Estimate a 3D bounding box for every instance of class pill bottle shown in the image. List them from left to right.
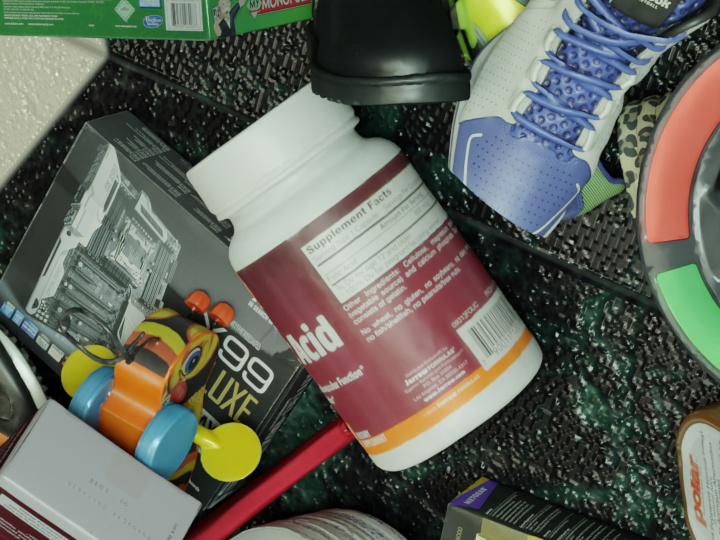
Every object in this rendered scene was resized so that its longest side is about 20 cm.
[{"bbox_3d":[0.000,0.000,0.976,0.114,0.114,0.200,-33,95,31],"label":"pill bottle"}]

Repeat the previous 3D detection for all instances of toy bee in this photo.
[{"bbox_3d":[-0.109,0.071,1.030,0.131,0.109,0.200,41,144,4],"label":"toy bee"}]

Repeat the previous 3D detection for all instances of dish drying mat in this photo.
[{"bbox_3d":[-0.058,0.135,1.080,0.200,0.077,0.018,-39,89,30],"label":"dish drying mat"}]

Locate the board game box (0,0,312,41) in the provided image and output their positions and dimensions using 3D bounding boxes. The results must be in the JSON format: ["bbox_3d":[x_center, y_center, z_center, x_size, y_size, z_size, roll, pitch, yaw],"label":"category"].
[{"bbox_3d":[-0.136,-0.154,1.010,0.200,0.135,0.029,5,106,26],"label":"board game box"}]

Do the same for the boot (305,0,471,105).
[{"bbox_3d":[0.007,-0.179,0.907,0.076,0.200,0.168,-4,108,-9],"label":"boot"}]

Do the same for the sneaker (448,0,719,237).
[{"bbox_3d":[0.113,-0.116,0.861,0.081,0.115,0.199,30,95,-4],"label":"sneaker"}]

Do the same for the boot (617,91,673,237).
[{"bbox_3d":[0.224,-0.017,0.890,0.154,0.073,0.204,-16,87,30],"label":"boot"}]

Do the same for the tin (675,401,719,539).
[{"bbox_3d":[0.217,0.129,0.881,0.200,0.042,0.112,-147,49,-68],"label":"tin"}]

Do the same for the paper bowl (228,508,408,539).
[{"bbox_3d":[-0.033,0.247,1.046,0.201,0.104,0.201,12,105,50],"label":"paper bowl"}]

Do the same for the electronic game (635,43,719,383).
[{"bbox_3d":[0.223,-0.024,0.824,0.200,0.042,0.200,5,100,31],"label":"electronic game"}]

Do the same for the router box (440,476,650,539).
[{"bbox_3d":[0.113,0.240,1.032,0.157,0.052,0.200,18,111,24],"label":"router box"}]

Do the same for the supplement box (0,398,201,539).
[{"bbox_3d":[-0.189,0.160,1.039,0.109,0.061,0.200,37,140,-12],"label":"supplement box"}]

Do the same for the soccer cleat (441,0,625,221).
[{"bbox_3d":[0.092,-0.125,0.951,0.084,0.065,0.200,-13,93,0],"label":"soccer cleat"}]

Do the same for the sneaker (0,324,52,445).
[{"bbox_3d":[-0.237,0.126,1.139,0.070,0.090,0.200,20,132,58],"label":"sneaker"}]

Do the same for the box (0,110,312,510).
[{"bbox_3d":[-0.120,0.024,1.098,0.200,0.050,0.158,41,119,12],"label":"box"}]
